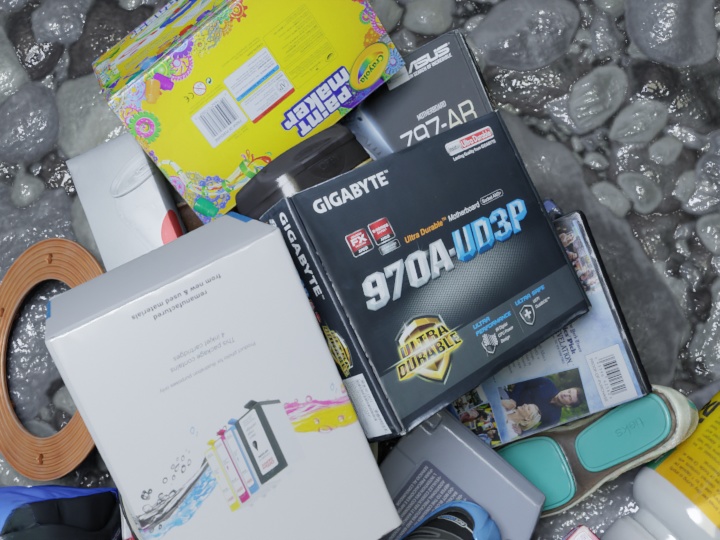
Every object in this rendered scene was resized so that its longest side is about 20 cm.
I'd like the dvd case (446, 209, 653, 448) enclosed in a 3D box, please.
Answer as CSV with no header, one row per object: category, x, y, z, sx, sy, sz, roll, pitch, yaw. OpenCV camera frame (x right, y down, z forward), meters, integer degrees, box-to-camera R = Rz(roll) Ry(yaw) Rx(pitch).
dvd case,0.106,0.058,0.727,0.198,0.017,0.145,-24,80,24

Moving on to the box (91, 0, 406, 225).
box,-0.100,-0.169,0.764,0.199,0.193,0.123,-39,118,-2

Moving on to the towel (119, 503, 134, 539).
towel,-0.124,0.206,0.765,0.141,0.023,0.204,-3,90,-13

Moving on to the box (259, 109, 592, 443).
box,0.050,-0.003,0.628,0.198,0.046,0.161,-25,89,-35

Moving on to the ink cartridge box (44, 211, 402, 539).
ink cartridge box,-0.090,0.088,0.593,0.143,0.147,0.203,-26,104,-15

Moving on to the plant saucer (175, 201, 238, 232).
plant saucer,-0.124,0.037,0.824,0.196,0.037,0.205,-1,80,5

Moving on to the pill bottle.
pill bottle,0.284,0.170,0.726,0.200,0.113,0.113,-44,79,-3

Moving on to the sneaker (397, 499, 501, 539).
sneaker,0.022,0.247,0.692,0.071,0.083,0.200,45,115,7

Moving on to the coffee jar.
coffee jar,0.000,0.000,0.676,0.104,0.085,0.202,-37,95,-35

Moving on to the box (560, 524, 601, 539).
box,0.121,0.284,0.658,0.200,0.100,0.095,-45,71,-4

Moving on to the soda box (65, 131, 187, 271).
soda box,-0.175,-0.010,0.786,0.067,0.063,0.203,-23,79,0

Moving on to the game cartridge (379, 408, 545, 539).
game cartridge,0.050,0.216,0.739,0.133,0.041,0.201,41,112,14

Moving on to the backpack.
backpack,-0.281,0.250,0.715,0.164,0.200,0.166,-4,80,8

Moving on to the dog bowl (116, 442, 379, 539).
dog bowl,-0.088,0.135,0.716,0.196,0.074,0.205,-2,97,-19

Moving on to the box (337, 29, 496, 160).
box,0.025,-0.078,0.767,0.197,0.043,0.163,-25,70,16

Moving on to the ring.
ring,-0.262,0.074,0.795,0.198,0.019,0.205,-5,81,37

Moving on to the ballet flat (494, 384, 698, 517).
ballet flat,0.180,0.150,0.748,0.199,0.062,0.069,-31,65,35

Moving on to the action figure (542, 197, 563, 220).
action figure,0.108,0.041,0.790,0.198,0.104,0.196,-28,70,21
